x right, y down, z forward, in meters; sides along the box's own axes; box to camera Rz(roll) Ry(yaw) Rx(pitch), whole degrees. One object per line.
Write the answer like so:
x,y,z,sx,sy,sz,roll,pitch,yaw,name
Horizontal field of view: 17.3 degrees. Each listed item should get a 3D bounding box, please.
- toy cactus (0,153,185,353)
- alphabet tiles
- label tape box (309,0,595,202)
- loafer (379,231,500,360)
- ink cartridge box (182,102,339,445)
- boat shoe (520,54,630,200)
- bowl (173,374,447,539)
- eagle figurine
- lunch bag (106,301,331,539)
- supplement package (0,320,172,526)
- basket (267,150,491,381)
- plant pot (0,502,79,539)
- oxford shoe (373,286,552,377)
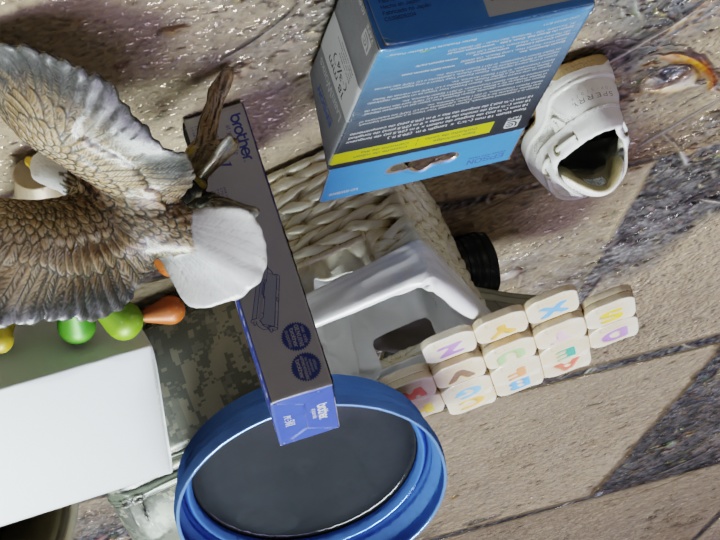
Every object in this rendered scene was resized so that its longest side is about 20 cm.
-0.194,-0.018,1.547,0.199,0.103,0.165,-15,141,-6,toy cactus
0.112,0.064,1.758,0.199,0.015,0.196,-22,160,1,alphabet tiles
0.047,-0.128,1.485,0.144,0.064,0.200,-13,159,-19,label tape box
0.044,0.036,1.907,0.072,0.073,0.200,-6,147,-24,loafer
-0.063,0.003,1.521,0.044,0.201,0.094,-17,160,-4,ink cartridge box
0.158,-0.082,1.696,0.071,0.070,0.200,-21,161,-1,boat shoe
-0.037,0.151,1.714,0.200,0.039,0.201,-8,136,-8,bowl
-0.164,-0.046,1.403,0.150,0.152,0.200,-16,169,35,eagle figurine
-0.122,0.103,1.802,0.199,0.168,0.139,-24,-164,9,lunch bag
-0.246,0.095,1.645,0.199,0.117,0.118,-16,124,-15,supplement package
0.000,0.000,1.687,0.135,0.124,0.200,-23,160,10,basket
-0.321,0.171,1.786,0.199,0.201,0.173,-14,177,-15,plant pot
0.084,0.052,1.831,0.199,0.058,0.075,4,145,-29,oxford shoe
